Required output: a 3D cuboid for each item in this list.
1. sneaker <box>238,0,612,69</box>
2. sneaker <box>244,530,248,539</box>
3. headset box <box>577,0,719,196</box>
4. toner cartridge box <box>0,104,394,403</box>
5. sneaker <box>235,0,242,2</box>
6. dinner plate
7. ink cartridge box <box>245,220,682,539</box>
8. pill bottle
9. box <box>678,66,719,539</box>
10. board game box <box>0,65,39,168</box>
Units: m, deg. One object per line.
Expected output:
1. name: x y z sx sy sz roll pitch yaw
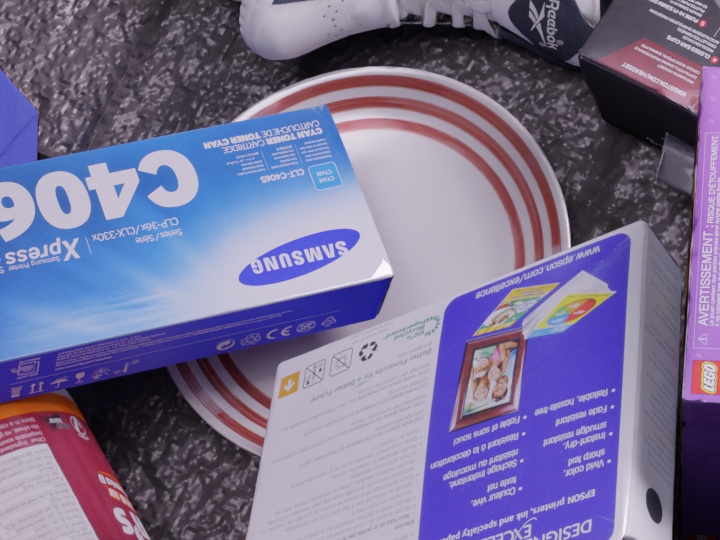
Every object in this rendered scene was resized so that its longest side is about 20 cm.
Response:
1. sneaker: 0.052 -0.132 1.232 0.199 0.080 0.130 -29 58 -15
2. sneaker: 0.036 0.130 1.143 0.200 0.074 0.087 5 69 17
3. headset box: 0.204 -0.114 1.193 0.149 0.077 0.200 28 79 23
4. toner cartridge box: -0.095 -0.007 1.178 0.200 0.043 0.095 -13 65 -19
5. sneaker: -0.002 -0.210 1.272 0.200 0.100 0.075 -39 66 -1
6. dinner plate: 0.000 0.000 1.231 0.200 0.024 0.201 -5 68 12
7. ink cartridge box: 0.035 0.095 1.067 0.198 0.043 0.200 -22 40 33
8. pill bottle: -0.133 0.154 1.157 0.109 0.110 0.200 -33 65 0
9. box: 0.151 0.021 1.085 0.039 0.200 0.137 4 69 8
10. board game box: -0.263 -0.014 1.264 0.199 0.097 0.160 -5 68 13
